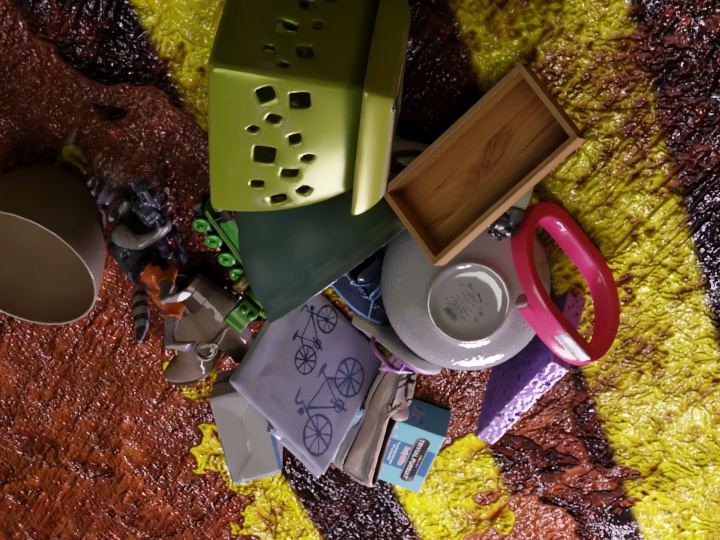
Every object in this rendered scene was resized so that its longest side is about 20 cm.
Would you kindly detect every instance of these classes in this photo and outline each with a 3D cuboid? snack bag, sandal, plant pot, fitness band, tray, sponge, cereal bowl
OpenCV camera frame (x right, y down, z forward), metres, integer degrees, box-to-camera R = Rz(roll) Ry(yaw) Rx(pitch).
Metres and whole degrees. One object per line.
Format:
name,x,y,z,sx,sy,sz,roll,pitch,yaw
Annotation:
snack bag,-0.068,0.128,1.791,0.021,0.190,0.200,-4,138,47
sandal,0.042,0.101,1.734,0.082,0.050,0.203,22,-174,-21
plant pot,-0.048,-0.182,1.427,0.179,0.201,0.200,9,139,2
plant pot,-0.396,-0.050,1.754,0.198,0.135,0.202,10,139,9
fitness band,0.225,0.016,1.579,0.037,0.145,0.200,-16,129,37
tray,0.125,-0.107,1.465,0.200,0.037,0.099,-42,75,19
sponge,0.205,0.119,1.729,0.030,0.112,0.200,27,140,-9
plant pot,-0.056,-0.056,1.556,0.200,0.200,0.135,-32,94,43
cereal bowl,0.120,0.023,1.603,0.197,0.083,0.203,0,107,0

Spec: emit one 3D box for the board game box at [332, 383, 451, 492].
board game box,0.010,0.220,1.970,0.198,0.047,0.152,19,140,-1

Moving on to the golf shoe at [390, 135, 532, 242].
golf shoe,0.101,-0.115,1.546,0.199,0.095,0.078,31,179,19

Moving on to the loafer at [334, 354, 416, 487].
loafer,0.037,0.190,1.855,0.063,0.072,0.201,36,112,22

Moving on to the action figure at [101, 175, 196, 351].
action figure,-0.262,-0.019,1.706,0.104,0.194,0.201,-28,149,-6

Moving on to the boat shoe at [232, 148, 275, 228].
boat shoe,-0.125,-0.111,1.640,0.070,0.070,0.201,42,148,33

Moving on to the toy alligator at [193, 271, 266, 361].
toy alligator,-0.127,0.035,1.712,0.059,0.200,0.054,41,176,-13

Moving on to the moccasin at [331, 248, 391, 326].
moccasin,0.000,0.000,1.696,0.199,0.081,0.068,35,149,-21

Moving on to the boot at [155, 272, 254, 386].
boot,-0.229,0.072,1.890,0.199,0.071,0.147,-20,120,36

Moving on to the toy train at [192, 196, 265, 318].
toy train,-0.141,-0.016,1.769,0.056,0.042,0.201,-16,130,22

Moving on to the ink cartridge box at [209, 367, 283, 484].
ink cartridge box,-0.146,0.192,1.860,0.066,0.200,0.117,-15,97,0
